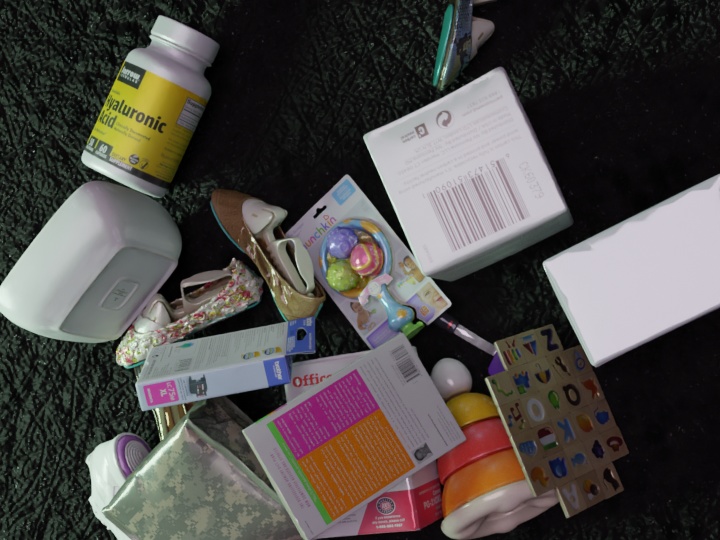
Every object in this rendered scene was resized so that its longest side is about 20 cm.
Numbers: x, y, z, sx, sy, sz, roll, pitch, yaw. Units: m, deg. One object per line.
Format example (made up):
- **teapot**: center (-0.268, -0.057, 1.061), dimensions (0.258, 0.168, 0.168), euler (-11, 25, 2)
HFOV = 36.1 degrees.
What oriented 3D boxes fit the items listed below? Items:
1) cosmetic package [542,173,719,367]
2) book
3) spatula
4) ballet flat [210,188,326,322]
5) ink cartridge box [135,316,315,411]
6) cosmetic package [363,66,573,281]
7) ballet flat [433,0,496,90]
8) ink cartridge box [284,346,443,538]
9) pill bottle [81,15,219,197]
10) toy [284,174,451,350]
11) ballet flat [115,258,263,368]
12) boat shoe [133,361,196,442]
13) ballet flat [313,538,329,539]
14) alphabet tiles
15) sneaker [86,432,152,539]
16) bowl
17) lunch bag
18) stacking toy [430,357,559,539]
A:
- **cosmetic package**: center (0.308, 0.006, 1.162), dimensions (0.199, 0.200, 0.123), euler (-27, 83, 8)
- **book**: center (-0.006, 0.173, 1.161), dimensions (0.200, 0.048, 0.134), euler (-30, 87, -14)
- **spatula**: center (0.126, 0.075, 1.288), dimensions (0.200, 0.021, 0.057), euler (33, 96, 12)
- **ballet flat**: center (-0.102, -0.029, 1.310), dimensions (0.072, 0.068, 0.200), euler (-40, 78, 40)
- **ink cartridge box**: center (-0.145, 0.103, 1.241), dimensions (0.199, 0.119, 0.042), euler (-13, 106, 1)
- **cosmetic package**: center (0.124, -0.096, 1.205), dimensions (0.164, 0.200, 0.166), euler (-25, 83, 10)
- **ballet flat**: center (0.129, -0.307, 1.286), dimensions (0.074, 0.074, 0.201), euler (7, 92, 12)
- **ink cartridge box**: center (0.003, 0.194, 1.260), dimensions (0.144, 0.084, 0.201), euler (-12, 85, 27)
- **pill bottle**: center (-0.248, -0.199, 1.334), dimensions (0.111, 0.111, 0.201), euler (25, 92, 12)
- **toy**: center (0.000, 0.000, 1.293), dimensions (0.115, 0.047, 0.200), euler (-42, 81, 19)
- **ballet flat**: center (-0.213, 0.044, 1.323), dimensions (0.199, 0.076, 0.064), euler (-28, 120, -5)
- **boat shoe**: center (-0.203, 0.179, 1.325), dimensions (0.074, 0.076, 0.201), euler (-26, 83, 6)
- **ballet flat**: center (-0.085, 0.273, 1.298), dimensions (0.073, 0.073, 0.201), euler (-14, 85, 11)
- **alphabet tiles**: center (0.217, 0.160, 1.205), dimensions (0.006, 0.166, 0.201), euler (-33, 75, 47)
- **sneaker**: center (-0.274, 0.299, 1.347), dimensions (0.099, 0.075, 0.201), euler (-22, 86, 35)
- **bowl**: center (-0.301, 0.006, 1.285), dimensions (0.075, 0.200, 0.200), euler (43, 97, 21)
- **lunch bag**: center (-0.151, 0.259, 1.227), dimensions (0.200, 0.118, 0.164), euler (42, 107, -3)
- **stacking toy**: center (0.132, 0.190, 1.247), dimensions (0.146, 0.146, 0.201), euler (-25, 63, 9)
